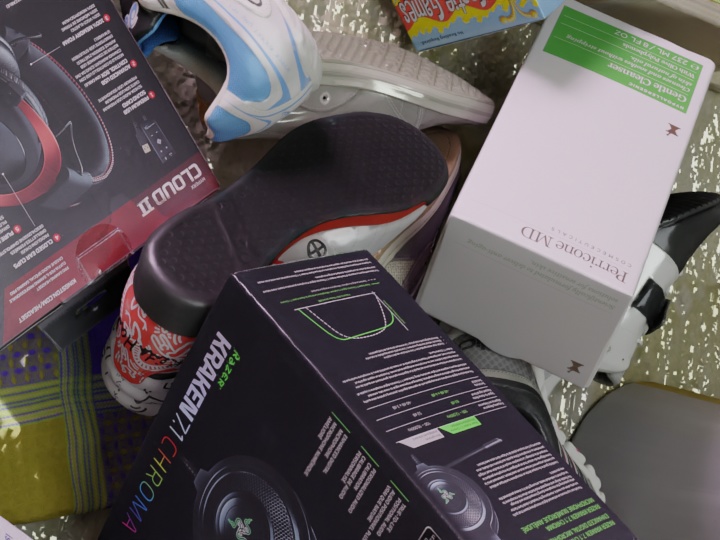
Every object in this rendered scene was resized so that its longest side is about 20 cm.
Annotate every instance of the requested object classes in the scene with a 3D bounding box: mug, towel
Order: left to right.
[{"bbox_3d":[-0.124,0.048,0.773,0.198,0.023,0.146,-3,90,-36],"label":"towel"},{"bbox_3d":[0.234,0.132,0.954,0.149,0.152,0.188,40,67,-28],"label":"mug"}]

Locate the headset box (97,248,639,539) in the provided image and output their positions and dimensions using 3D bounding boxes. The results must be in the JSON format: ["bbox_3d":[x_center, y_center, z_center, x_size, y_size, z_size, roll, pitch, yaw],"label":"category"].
[{"bbox_3d":[-0.001,0.125,0.669,0.092,0.200,0.175,-11,140,-48],"label":"headset box"}]

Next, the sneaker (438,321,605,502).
[{"bbox_3d":[0.088,0.120,0.868,0.088,0.073,0.202,-72,145,-55],"label":"sneaker"}]

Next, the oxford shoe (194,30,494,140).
[{"bbox_3d":[-0.010,-0.093,0.836,0.198,0.075,0.058,0,116,-40],"label":"oxford shoe"}]

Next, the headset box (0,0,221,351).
[{"bbox_3d":[-0.168,-0.061,0.691,0.148,0.075,0.201,-40,105,-34],"label":"headset box"}]

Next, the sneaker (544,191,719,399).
[{"bbox_3d":[0.152,0.019,0.949,0.199,0.074,0.089,-30,107,-22],"label":"sneaker"}]

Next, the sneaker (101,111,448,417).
[{"bbox_3d":[-0.045,-0.003,0.752,0.067,0.108,0.201,44,46,13],"label":"sneaker"}]

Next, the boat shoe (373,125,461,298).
[{"bbox_3d":[0.000,0.000,0.840,0.201,0.071,0.065,-59,148,-36],"label":"boat shoe"}]

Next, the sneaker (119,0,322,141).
[{"bbox_3d":[-0.097,-0.150,0.729,0.072,0.072,0.201,-33,77,-20],"label":"sneaker"}]

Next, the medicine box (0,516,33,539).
[{"bbox_3d":[-0.196,0.188,0.613,0.182,0.103,0.200,-38,118,17],"label":"medicine box"}]

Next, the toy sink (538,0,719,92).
[{"bbox_3d":[0.219,-0.201,0.972,0.198,0.111,0.132,14,82,-35],"label":"toy sink"}]

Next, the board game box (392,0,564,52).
[{"bbox_3d":[0.049,-0.240,0.848,0.105,0.102,0.202,-42,113,-36],"label":"board game box"}]

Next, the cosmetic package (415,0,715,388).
[{"bbox_3d":[0.116,-0.048,0.855,0.106,0.085,0.201,23,48,4],"label":"cosmetic package"}]
